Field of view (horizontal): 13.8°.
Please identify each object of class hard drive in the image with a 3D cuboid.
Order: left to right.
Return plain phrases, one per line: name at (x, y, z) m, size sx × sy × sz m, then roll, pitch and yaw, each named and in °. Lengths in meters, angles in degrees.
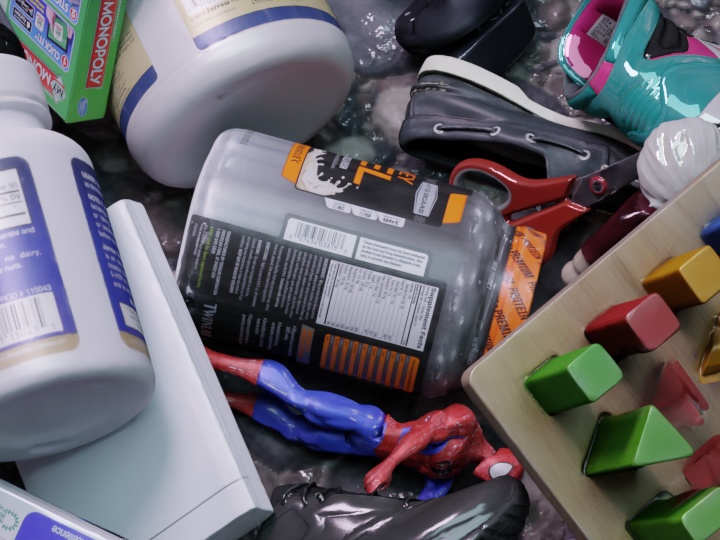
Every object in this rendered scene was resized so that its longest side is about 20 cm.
hard drive at (-0.138, 0.080, 1.650) m, size 0.132 × 0.027 × 0.201 m, roll -36°, pitch 63°, yaw 23°

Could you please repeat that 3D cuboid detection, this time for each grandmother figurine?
grandmother figurine at (0.168, -0.021, 1.679) m, size 0.121 × 0.200 × 0.061 m, roll -29°, pitch 68°, yaw -20°

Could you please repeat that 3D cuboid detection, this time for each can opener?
can opener at (0.092, -0.196, 1.856) m, size 0.063 × 0.079 × 0.200 m, roll 7°, pitch 48°, yaw 43°

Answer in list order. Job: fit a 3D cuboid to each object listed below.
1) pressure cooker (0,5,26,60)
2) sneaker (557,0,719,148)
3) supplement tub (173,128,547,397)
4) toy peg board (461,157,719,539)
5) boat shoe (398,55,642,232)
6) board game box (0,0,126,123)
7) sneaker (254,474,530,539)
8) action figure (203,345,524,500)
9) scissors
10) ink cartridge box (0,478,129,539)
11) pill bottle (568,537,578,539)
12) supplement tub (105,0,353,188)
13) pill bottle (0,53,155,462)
pressure cooker at (-0.305, -0.152, 1.720) m, size 0.175 × 0.179 × 0.201 m, roll -15°, pitch 63°, yaw -30°
sneaker at (0.180, -0.121, 1.761) m, size 0.120 × 0.084 × 0.200 m, roll 35°, pitch 21°, yaw 8°
supplement tub at (0.000, 0.000, 1.696) m, size 0.199 × 0.123 × 0.123 m, roll 15°, pitch 61°, yaw 2°
toy peg board at (0.195, 0.070, 1.530) m, size 0.199 × 0.098 × 0.200 m, roll -39°, pitch 94°, yaw -14°
boat shoe at (0.112, -0.057, 1.767) m, size 0.198 × 0.075 × 0.066 m, roll 28°, pitch 67°, yaw 7°
board game box at (-0.200, -0.194, 1.738) m, size 0.029 × 0.135 × 0.200 m, roll -11°, pitch 39°, yaw -35°
sneaker at (-0.005, 0.147, 1.601) m, size 0.199 × 0.076 × 0.091 m, roll -25°, pitch 72°, yaw 11°
action figure at (-0.008, 0.110, 1.669) m, size 0.198 × 0.065 × 0.099 m, roll 11°, pitch 55°, yaw 1°
scissors at (0.132, -0.040, 1.709) m, size 0.014 × 0.199 × 0.074 m, roll -29°, pitch 106°, yaw -52°
ink cartridge box at (-0.212, 0.212, 1.588) m, size 0.197 × 0.043 × 0.201 m, roll 25°, pitch 87°, yaw 8°
pill bottle at (0.136, 0.197, 1.609) m, size 0.199 × 0.112 × 0.113 m, roll -18°, pitch 65°, yaw -15°
supplement tub at (-0.104, -0.167, 1.762) m, size 0.144 × 0.145 × 0.201 m, roll -20°, pitch 66°, yaw -16°
pill bottle at (-0.192, -0.009, 1.615) m, size 0.119 × 0.120 × 0.201 m, roll -13°, pitch 68°, yaw -12°
